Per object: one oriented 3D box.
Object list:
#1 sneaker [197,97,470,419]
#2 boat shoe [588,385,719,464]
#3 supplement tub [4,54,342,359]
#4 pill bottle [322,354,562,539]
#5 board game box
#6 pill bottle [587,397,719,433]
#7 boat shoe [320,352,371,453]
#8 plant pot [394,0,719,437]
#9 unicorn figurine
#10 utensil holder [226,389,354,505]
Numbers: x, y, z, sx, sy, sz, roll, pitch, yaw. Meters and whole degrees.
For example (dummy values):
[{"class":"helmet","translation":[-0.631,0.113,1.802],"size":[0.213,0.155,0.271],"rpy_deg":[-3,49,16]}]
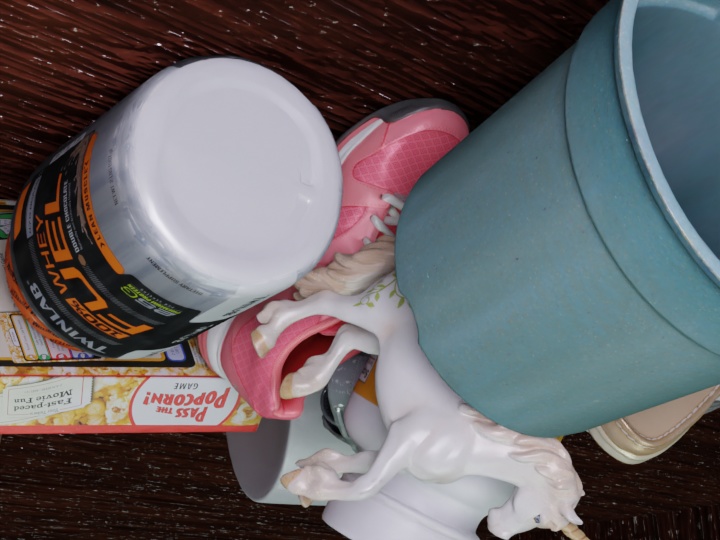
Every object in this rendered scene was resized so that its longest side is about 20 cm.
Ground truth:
[{"class":"sneaker","translation":[0.000,0.000,1.197],"size":[0.074,0.087,0.200],"rpy_deg":[28,107,-41]},{"class":"boat shoe","translation":[0.185,0.011,1.137],"size":[0.074,0.200,0.069],"rpy_deg":[41,157,-10]},{"class":"supplement tub","translation":[-0.104,-0.025,1.143],"size":[0.122,0.123,0.200],"rpy_deg":[2,165,-29]},{"class":"pill bottle","translation":[0.059,0.060,1.185],"size":[0.111,0.200,0.111],"rpy_deg":[26,179,0]},{"class":"board game box","translation":[-0.165,0.024,1.274],"size":[0.199,0.152,0.046],"rpy_deg":[2,131,-26]},{"class":"pill bottle","translation":[0.185,0.027,1.289],"size":[0.113,0.114,0.200],"rpy_deg":[-1,167,-17]},{"class":"boat shoe","translation":[0.012,0.077,1.338],"size":[0.071,0.070,0.201],"rpy_deg":[12,168,6]},{"class":"plant pot","translation":[0.130,-0.024,1.012],"size":[0.200,0.201,0.196],"rpy_deg":[4,156,-36]},{"class":"unicorn figurine","translation":[0.027,0.069,1.094],"size":[0.137,0.201,0.074],"rpy_deg":[-18,167,8]},{"class":"utensil holder","translation":[0.021,0.086,1.574],"size":[0.199,0.171,0.170],"rpy_deg":[1,166,-21]}]
